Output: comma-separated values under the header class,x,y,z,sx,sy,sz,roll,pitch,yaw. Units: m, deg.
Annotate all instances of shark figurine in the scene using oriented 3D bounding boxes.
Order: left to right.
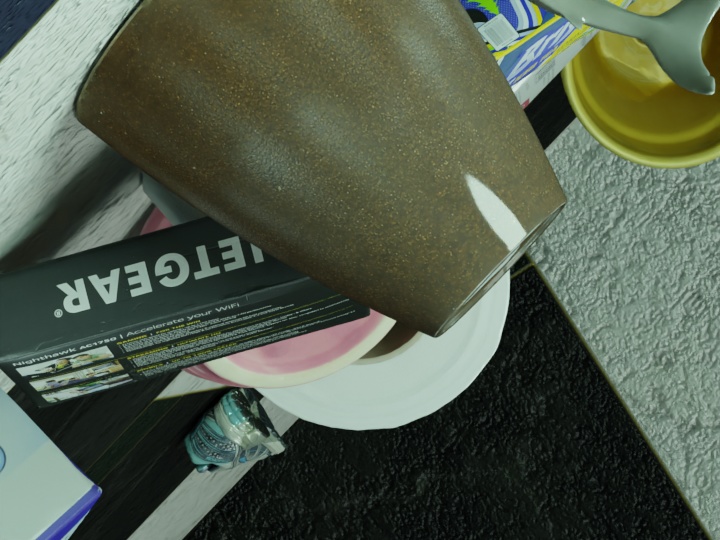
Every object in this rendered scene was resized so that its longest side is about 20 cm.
class,x,y,z,sx,sy,sz,roll,pitch,yaw
shark figurine,0.075,-0.157,1.390,0.128,0.215,0.090,-30,-165,40

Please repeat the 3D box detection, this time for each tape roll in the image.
class,x,y,z,sx,sy,sz,roll,pitch,yaw
tape roll,0.000,0.000,1.909,0.203,0.202,0.071,-47,-170,17

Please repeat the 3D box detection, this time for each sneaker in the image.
class,x,y,z,sx,sy,sz,roll,pitch,yaw
sneaker,-0.137,0.168,2.958,0.086,0.078,0.200,-34,168,3

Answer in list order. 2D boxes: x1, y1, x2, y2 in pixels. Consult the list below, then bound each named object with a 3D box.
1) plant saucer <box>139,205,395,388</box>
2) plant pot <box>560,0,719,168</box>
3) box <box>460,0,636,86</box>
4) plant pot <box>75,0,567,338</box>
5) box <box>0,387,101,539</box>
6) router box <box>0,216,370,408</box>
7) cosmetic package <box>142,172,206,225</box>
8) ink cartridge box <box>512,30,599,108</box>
class,x,y,z,sx,sy,sz,roll,pitch,yaw
plant saucer,-0.043,0.001,1.798,0.199,0.051,0.201,-15,134,-16
plant pot,0.280,-0.211,2.689,0.201,0.201,0.189,-46,-170,10
box,0.118,-0.176,1.757,0.200,0.064,0.070,-35,165,-31
plant pot,-0.003,-0.069,1.394,0.187,0.200,0.187,-45,175,-5
box,-0.278,0.192,1.750,0.184,0.105,0.200,-42,173,-38
router box,-0.097,0.015,1.561,0.199,0.051,0.149,-16,168,-1
cosmetic package,-0.063,-0.072,1.587,0.102,0.074,0.200,-40,175,-12
ink cartridge box,0.139,-0.202,2.134,0.200,0.085,0.146,-44,175,0
